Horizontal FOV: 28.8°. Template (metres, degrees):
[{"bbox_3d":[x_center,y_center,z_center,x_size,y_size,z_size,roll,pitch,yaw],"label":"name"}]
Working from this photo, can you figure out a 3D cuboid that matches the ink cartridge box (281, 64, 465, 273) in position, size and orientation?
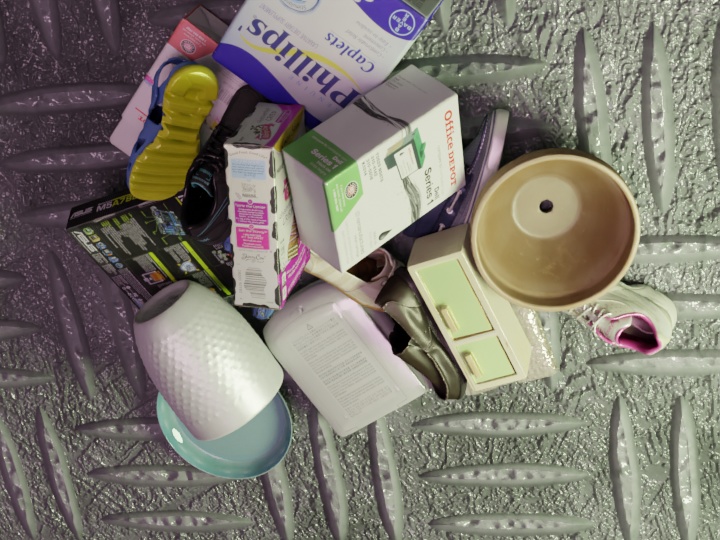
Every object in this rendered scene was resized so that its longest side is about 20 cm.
[{"bbox_3d":[0.020,-0.117,1.584,0.084,0.200,0.146,37,152,36],"label":"ink cartridge box"}]

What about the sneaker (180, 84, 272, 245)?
[{"bbox_3d":[-0.157,-0.125,1.651,0.075,0.079,0.201,20,94,20],"label":"sneaker"}]

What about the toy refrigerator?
[{"bbox_3d":[0.136,0.049,1.722,0.076,0.070,0.200,-16,119,24],"label":"toy refrigerator"}]

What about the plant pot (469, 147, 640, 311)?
[{"bbox_3d":[0.226,-0.060,1.668,0.200,0.093,0.202,-1,115,-2],"label":"plant pot"}]

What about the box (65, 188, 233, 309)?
[{"bbox_3d":[-0.246,-0.030,1.811,0.192,0.048,0.200,-19,133,21],"label":"box"}]

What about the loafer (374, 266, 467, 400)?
[{"bbox_3d":[0.069,0.089,1.764,0.071,0.073,0.201,-33,115,-13],"label":"loafer"}]

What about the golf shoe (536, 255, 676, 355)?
[{"bbox_3d":[0.292,0.042,1.715,0.199,0.092,0.076,20,122,4],"label":"golf shoe"}]

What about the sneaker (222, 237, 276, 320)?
[{"bbox_3d":[-0.135,-0.030,1.748,0.078,0.075,0.201,-1,115,6],"label":"sneaker"}]

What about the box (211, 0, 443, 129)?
[{"bbox_3d":[-0.037,-0.281,1.613,0.184,0.105,0.200,35,122,-4],"label":"box"}]

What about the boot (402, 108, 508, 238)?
[{"bbox_3d":[0.114,-0.112,1.693,0.090,0.073,0.201,15,120,0],"label":"boot"}]

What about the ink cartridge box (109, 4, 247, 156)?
[{"bbox_3d":[-0.212,-0.211,1.734,0.116,0.068,0.200,36,119,-5],"label":"ink cartridge box"}]

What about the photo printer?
[{"bbox_3d":[-0.020,0.105,1.845,0.166,0.070,0.200,-32,104,27],"label":"photo printer"}]

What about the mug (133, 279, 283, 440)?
[{"bbox_3d":[-0.222,0.107,1.835,0.200,0.148,0.176,-1,129,56],"label":"mug"}]

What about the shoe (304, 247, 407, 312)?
[{"bbox_3d":[0.000,0.000,1.753,0.199,0.070,0.053,22,158,-24],"label":"shoe"}]

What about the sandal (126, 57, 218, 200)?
[{"bbox_3d":[-0.227,-0.173,1.672,0.079,0.087,0.200,11,122,-31],"label":"sandal"}]

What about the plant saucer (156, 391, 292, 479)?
[{"bbox_3d":[-0.188,0.203,1.966,0.199,0.027,0.201,6,118,12],"label":"plant saucer"}]

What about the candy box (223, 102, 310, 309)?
[{"bbox_3d":[-0.103,-0.075,1.601,0.061,0.136,0.201,4,118,12],"label":"candy box"}]

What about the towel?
[{"bbox_3d":[0.164,0.064,1.795,0.132,0.035,0.201,-15,112,22],"label":"towel"}]
